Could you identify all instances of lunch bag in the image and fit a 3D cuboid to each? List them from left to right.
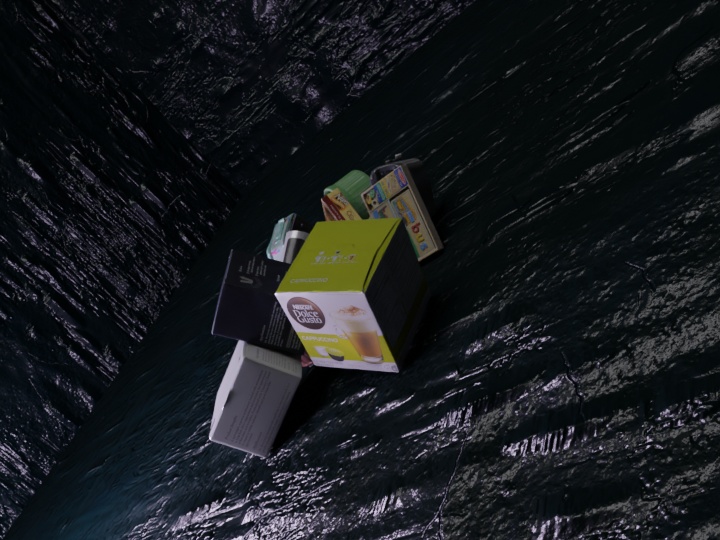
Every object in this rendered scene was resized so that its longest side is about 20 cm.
[{"bbox_3d":[-0.169,-0.050,1.943,0.076,0.161,0.202,-34,24,22],"label":"lunch bag"}]

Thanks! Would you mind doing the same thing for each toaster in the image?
[{"bbox_3d":[0.104,-0.164,1.716,0.111,0.205,0.129,-10,14,30],"label":"toaster"}]

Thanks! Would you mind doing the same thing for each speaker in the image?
[{"bbox_3d":[-0.155,0.016,1.731,0.081,0.080,0.205,-16,58,56],"label":"speaker"}]

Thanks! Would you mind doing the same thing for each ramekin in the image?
[{"bbox_3d":[0.004,-0.159,1.901,0.097,0.201,0.199,-41,17,-12],"label":"ramekin"}]

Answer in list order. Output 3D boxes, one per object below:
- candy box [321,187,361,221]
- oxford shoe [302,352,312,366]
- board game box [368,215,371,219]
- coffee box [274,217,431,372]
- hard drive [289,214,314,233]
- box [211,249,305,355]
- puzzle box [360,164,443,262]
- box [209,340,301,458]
[{"bbox_3d":[-0.037,-0.101,1.831,0.055,0.116,0.201,-32,-22,-11],"label":"candy box"},{"bbox_3d":[-0.095,0.139,1.666,0.201,0.070,0.075,-54,0,37],"label":"oxford shoe"},{"bbox_3d":[0.063,-0.106,1.772,0.032,0.121,0.202,-8,38,31],"label":"board game box"},{"bbox_3d":[-0.008,0.043,1.394,0.195,0.200,0.202,-1,42,31],"label":"coffee box"},{"bbox_3d":[-0.105,-0.042,1.880,0.042,0.199,0.136,-42,20,28],"label":"hard drive"},{"bbox_3d":[-0.196,0.063,1.549,0.197,0.195,0.120,-101,28,-69],"label":"box"},{"bbox_3d":[0.089,-0.109,1.622,0.132,0.204,0.025,-31,-11,37],"label":"puzzle box"},{"bbox_3d":[-0.216,0.239,1.549,0.201,0.128,0.202,-104,37,-69],"label":"box"}]
